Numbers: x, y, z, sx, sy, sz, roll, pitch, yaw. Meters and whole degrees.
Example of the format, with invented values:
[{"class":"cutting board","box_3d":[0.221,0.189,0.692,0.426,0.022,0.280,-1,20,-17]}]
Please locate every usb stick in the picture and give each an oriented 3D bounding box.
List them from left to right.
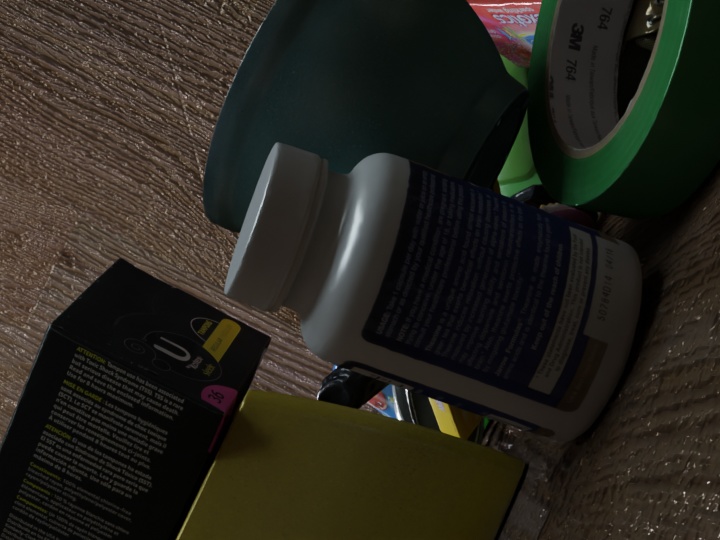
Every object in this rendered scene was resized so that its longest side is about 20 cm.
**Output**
[{"class":"usb stick","box_3d":[0.048,0.039,1.051,0.199,0.033,0.055,-35,-2,-36]}]

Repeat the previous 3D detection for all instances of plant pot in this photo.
[{"class":"plant pot","box_3d":[-0.026,0.182,0.964,0.202,0.175,0.200,-64,1,-11]},{"class":"plant pot","box_3d":[0.016,-0.084,0.873,0.201,0.133,0.201,-56,-13,-19]}]

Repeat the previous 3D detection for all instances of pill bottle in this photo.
[{"class":"pill bottle","box_3d":[0.035,0.006,0.767,0.111,0.198,0.112,-161,90,-81]}]

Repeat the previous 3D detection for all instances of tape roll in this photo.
[{"class":"tape roll","box_3d":[0.153,-0.131,0.810,0.200,0.047,0.204,-171,90,-74]}]

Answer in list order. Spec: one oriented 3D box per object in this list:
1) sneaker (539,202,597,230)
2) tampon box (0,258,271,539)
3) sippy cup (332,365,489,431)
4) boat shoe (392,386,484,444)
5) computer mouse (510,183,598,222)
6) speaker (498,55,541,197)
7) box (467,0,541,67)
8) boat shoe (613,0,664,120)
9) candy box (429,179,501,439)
[{"class":"sneaker","box_3d":[0.113,0.023,0.956,0.199,0.089,0.076,-33,-44,-41]},{"class":"tampon box","box_3d":[-0.164,0.123,0.990,0.202,0.125,0.150,-64,0,19]},{"class":"sippy cup","box_3d":[0.051,0.071,1.208,0.179,0.129,0.140,-64,0,-17]},{"class":"boat shoe","box_3d":[0.052,0.055,1.121,0.057,0.068,0.203,67,-166,-76]},{"class":"computer mouse","box_3d":[0.097,-0.038,1.028,0.058,0.198,0.034,-37,59,40]},{"class":"speaker","box_3d":[0.128,-0.124,1.215,0.089,0.087,0.203,116,152,-73]},{"class":"box","box_3d":[0.156,-0.209,1.078,0.199,0.102,0.096,17,79,59]},{"class":"boat shoe","box_3d":[0.192,-0.149,0.897,0.074,0.075,0.202,-78,5,-60]},{"class":"candy box","box_3d":[0.072,0.026,1.009,0.102,0.026,0.201,-49,-34,-20]}]
